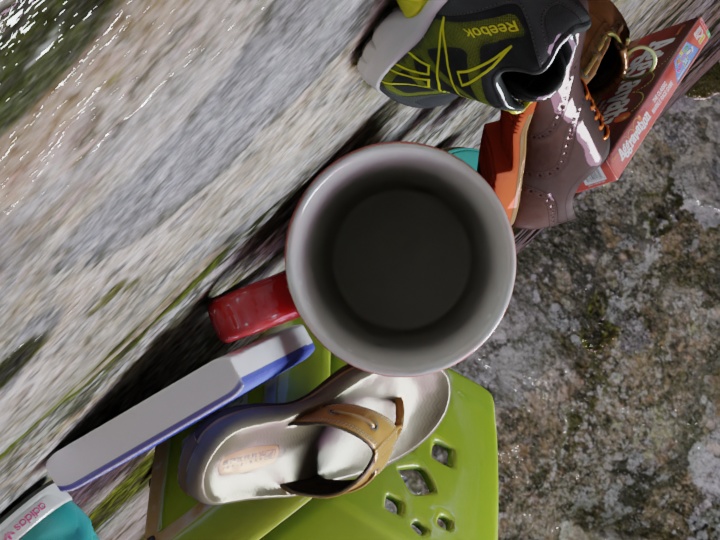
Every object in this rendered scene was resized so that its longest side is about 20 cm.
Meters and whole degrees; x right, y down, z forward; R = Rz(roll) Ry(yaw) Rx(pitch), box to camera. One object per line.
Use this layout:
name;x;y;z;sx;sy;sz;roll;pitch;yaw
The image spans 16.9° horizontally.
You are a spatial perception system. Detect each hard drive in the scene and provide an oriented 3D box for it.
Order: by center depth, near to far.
hard drive;-0.108;0.083;1.514;0.131;0.025;0.200;-30;178;12

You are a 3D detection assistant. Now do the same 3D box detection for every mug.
mug;0.004;-0.011;1.479;0.200;0.176;0.135;-23;122;-88

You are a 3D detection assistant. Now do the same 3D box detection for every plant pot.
plant pot;-0.036;0.157;1.672;0.200;0.181;0.200;-39;-149;31

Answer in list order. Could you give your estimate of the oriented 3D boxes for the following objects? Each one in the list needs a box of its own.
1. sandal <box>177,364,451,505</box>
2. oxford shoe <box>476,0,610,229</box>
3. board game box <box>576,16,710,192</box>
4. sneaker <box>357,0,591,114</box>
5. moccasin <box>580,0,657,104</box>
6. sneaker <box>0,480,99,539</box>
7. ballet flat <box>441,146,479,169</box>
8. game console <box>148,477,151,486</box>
sandal;-0.020;0.108;1.505;0.199;0.054;0.081;-14;121;-34
oxford shoe;0.122;-0.105;1.508;0.201;0.072;0.072;103;-14;-49
board game box;0.165;-0.107;1.670;0.102;0.020;0.200;-17;-157;37
sneaker;0.054;-0.102;1.139;0.074;0.085;0.200;-43;175;-10
moccasin;0.151;-0.144;1.641;0.074;0.078;0.201;-45;175;14
sneaker;-0.220;0.238;1.474;0.200;0.121;0.084;-43;175;-15
ballet flat;0.045;-0.043;1.748;0.072;0.068;0.200;-25;-176;25
game console;-0.090;0.095;1.960;0.177;0.031;0.200;-37;172;-27
